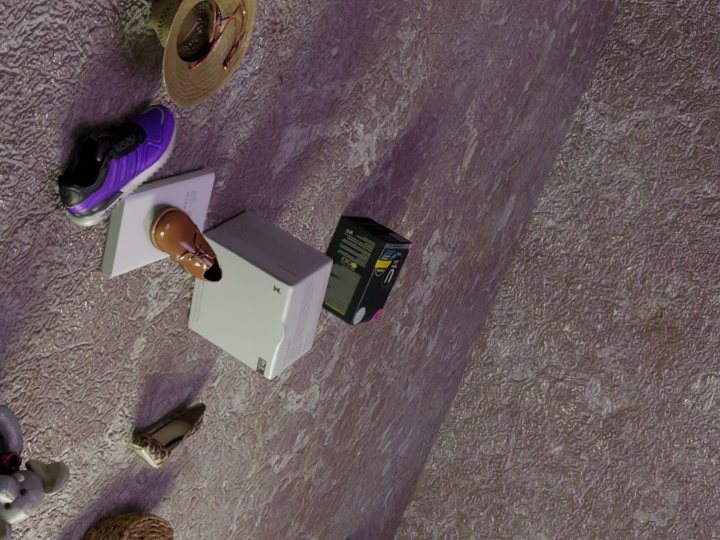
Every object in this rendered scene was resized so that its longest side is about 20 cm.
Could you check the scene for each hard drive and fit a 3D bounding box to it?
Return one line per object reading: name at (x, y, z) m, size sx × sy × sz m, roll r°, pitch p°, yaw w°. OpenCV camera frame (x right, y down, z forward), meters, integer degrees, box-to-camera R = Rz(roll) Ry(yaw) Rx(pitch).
hard drive at (-0.305, -0.076, 1.412) m, size 0.199 × 0.026 × 0.134 m, roll -26°, pitch 140°, yaw -55°

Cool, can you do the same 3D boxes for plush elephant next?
plush elephant at (-0.492, 0.279, 1.247) m, size 0.166 × 0.153 × 0.201 m, roll -53°, pitch 157°, yaw -18°

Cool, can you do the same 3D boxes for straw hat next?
straw hat at (-0.226, -0.319, 1.214) m, size 0.202 × 0.084 × 0.202 m, roll -54°, pitch 163°, yaw -25°

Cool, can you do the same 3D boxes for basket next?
basket at (-0.461, 0.536, 1.761) m, size 0.200 × 0.146 × 0.146 m, roll 32°, pitch 54°, yaw -68°

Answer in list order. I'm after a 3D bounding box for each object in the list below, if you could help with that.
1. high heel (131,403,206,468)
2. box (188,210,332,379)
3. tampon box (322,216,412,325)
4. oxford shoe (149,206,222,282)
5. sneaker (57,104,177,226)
high heel at (-0.344, 0.287, 1.693) m, size 0.143 × 0.071 × 0.200 m, roll -49°, pitch 172°, yaw -13°
box at (-0.176, 0.040, 1.611) m, size 0.130 × 0.198 × 0.202 m, roll -34°, pitch 147°, yaw -51°
tampon box at (0.000, 0.000, 2.053) m, size 0.149 × 0.125 × 0.203 m, roll -4°, pitch 121°, yaw -64°
oxford shoe at (-0.261, -0.037, 1.432) m, size 0.072 × 0.071 × 0.200 m, roll -55°, pitch 157°, yaw -10°
sneaker at (-0.321, -0.157, 1.220) m, size 0.201 × 0.069 × 0.100 m, roll -53°, pitch 155°, yaw -20°
